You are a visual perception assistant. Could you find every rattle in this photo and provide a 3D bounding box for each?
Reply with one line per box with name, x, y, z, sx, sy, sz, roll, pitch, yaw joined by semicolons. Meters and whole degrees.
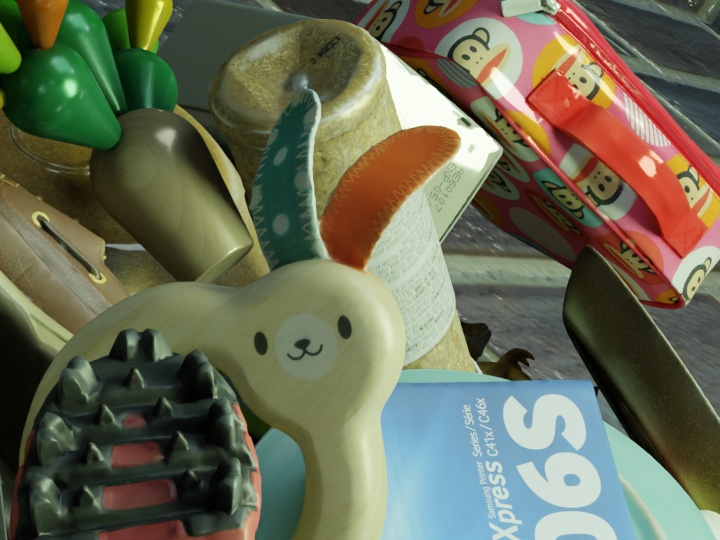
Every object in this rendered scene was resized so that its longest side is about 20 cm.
rattle;-0.048;0.040;0.747;0.130;0.200;0.143;43;18;23

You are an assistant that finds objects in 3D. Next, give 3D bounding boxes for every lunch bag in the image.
lunch bag;0.096;-0.068;1.182;0.200;0.082;0.176;44;-8;-27

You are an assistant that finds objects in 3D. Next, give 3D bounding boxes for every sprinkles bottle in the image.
sprinkles bottle;0.000;0.000;0.930;0.068;0.068;0.200;55;-13;48

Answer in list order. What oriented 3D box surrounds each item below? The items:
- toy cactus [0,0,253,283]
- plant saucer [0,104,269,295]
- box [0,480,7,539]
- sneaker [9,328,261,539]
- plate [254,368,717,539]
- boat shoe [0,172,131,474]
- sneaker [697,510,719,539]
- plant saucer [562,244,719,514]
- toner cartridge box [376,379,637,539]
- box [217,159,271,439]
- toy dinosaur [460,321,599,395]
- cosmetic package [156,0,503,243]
toy cactus;-0.107;-0.062;0.898;0.165;0.102;0.200;54;2;7
plant saucer;-0.127;-0.040;0.984;0.200;0.036;0.200;15;33;-10
box;-0.160;0.075;0.722;0.110;0.035;0.200;29;18;-23
sneaker;-0.057;0.114;0.670;0.071;0.098;0.201;-6;53;-5
plate;0.046;0.111;0.858;0.200;0.026;0.201;9;50;-11
boat shoe;-0.129;0.008;0.880;0.200;0.072;0.068;46;38;13
sneaker;0.097;0.183;0.883;0.111;0.077;0.200;-4;59;-9
plant saucer;0.150;0.080;1.152;0.200;0.032;0.200;57;1;-1
toner cartridge box;0.052;0.129;0.799;0.095;0.043;0.200;-1;53;-16
box;-0.051;0.007;1.103;0.122;0.048;0.200;35;17;-4
toy dinosaur;0.056;0.067;1.159;0.106;0.061;0.200;23;6;2
cosmetic package;-0.027;-0.072;1.184;0.103;0.073;0.200;38;-8;-25
